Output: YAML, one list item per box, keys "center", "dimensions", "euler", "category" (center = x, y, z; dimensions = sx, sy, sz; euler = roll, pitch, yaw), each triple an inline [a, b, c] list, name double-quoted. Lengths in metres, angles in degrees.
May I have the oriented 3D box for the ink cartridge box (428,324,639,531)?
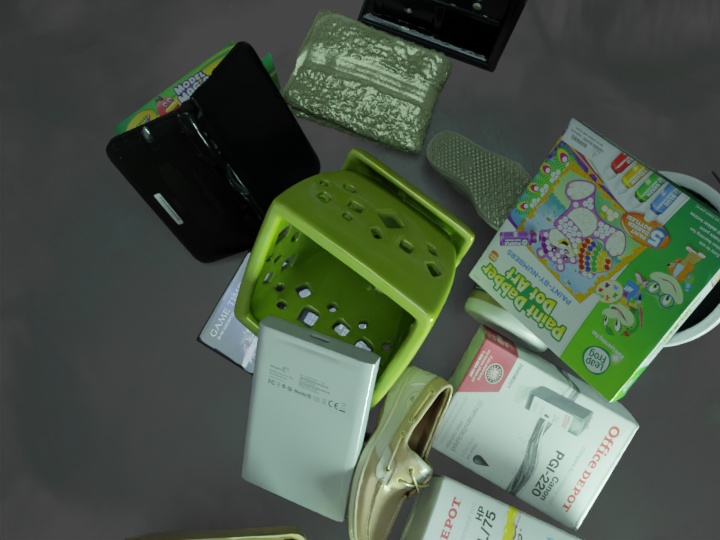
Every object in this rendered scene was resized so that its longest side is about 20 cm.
- center: [0.194, 0.180, 0.789]
  dimensions: [0.198, 0.085, 0.147]
  euler: [29, 98, 2]
  category: "ink cartridge box"

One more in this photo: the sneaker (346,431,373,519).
- center: [-0.024, 0.204, 0.795]
  dimensions: [0.088, 0.074, 0.200]
  euler: [-43, 94, 15]
  category: "sneaker"

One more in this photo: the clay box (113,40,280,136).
- center: [-0.192, -0.197, 0.830]
  dimensions: [0.199, 0.115, 0.048]
  euler: [-39, 83, -6]
  category: "clay box"

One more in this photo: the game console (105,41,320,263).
- center: [-0.165, -0.132, 0.806]
  dimensions: [0.173, 0.201, 0.118]
  euler: [-17, 43, 18]
  category: "game console"

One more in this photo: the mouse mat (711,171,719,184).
- center: [0.492, -0.036, 0.805]
  dimensions: [0.008, 0.161, 0.201]
  euler: [-42, 85, 27]
  category: "mouse mat"

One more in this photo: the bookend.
- center: [0.102, -0.350, 0.809]
  dimensions: [0.195, 0.200, 0.094]
  euler: [20, 83, 1]
  category: "bookend"

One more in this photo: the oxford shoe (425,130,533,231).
- center: [0.155, -0.101, 0.811]
  dimensions: [0.075, 0.058, 0.200]
  euler: [-48, 51, 7]
  category: "oxford shoe"

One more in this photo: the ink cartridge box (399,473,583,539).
- center: [0.142, 0.334, 0.743]
  dimensions: [0.197, 0.146, 0.149]
  euler: [23, 74, 3]
  category: "ink cartridge box"

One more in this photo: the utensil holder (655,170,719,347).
- center: [0.343, -0.012, 0.743]
  dimensions: [0.168, 0.198, 0.174]
  euler: [0, 90, 38]
  category: "utensil holder"

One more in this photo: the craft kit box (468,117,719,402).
- center: [0.236, -0.012, 0.676]
  dimensions: [0.200, 0.048, 0.199]
  euler: [44, 118, 29]
  category: "craft kit box"

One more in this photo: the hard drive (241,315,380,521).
- center: [-0.058, 0.161, 0.724]
  dimensions: [0.130, 0.026, 0.203]
  euler: [18, 115, 16]
  category: "hard drive"

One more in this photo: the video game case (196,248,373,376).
- center: [-0.084, 0.076, 0.845]
  dimensions: [0.198, 0.019, 0.144]
  euler: [31, 84, 4]
  category: "video game case"

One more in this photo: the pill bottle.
- center: [0.216, -0.015, 0.813]
  dimensions: [0.110, 0.111, 0.202]
  euler: [29, 84, 3]
  category: "pill bottle"

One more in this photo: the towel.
- center: [0.008, -0.244, 0.877]
  dimensions: [0.197, 0.036, 0.151]
  euler: [21, 84, 2]
  category: "towel"

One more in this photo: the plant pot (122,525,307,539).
- center: [-0.144, 0.371, 0.729]
  dimensions: [0.196, 0.176, 0.204]
  euler: [-3, 83, 0]
  category: "plant pot"

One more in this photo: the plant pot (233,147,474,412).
- center: [0.000, 0.000, 0.756]
  dimensions: [0.199, 0.200, 0.182]
  euler: [35, 46, 5]
  category: "plant pot"

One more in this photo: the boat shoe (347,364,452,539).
- center: [0.046, 0.202, 0.727]
  dimensions: [0.068, 0.074, 0.203]
  euler: [9, 71, 34]
  category: "boat shoe"
